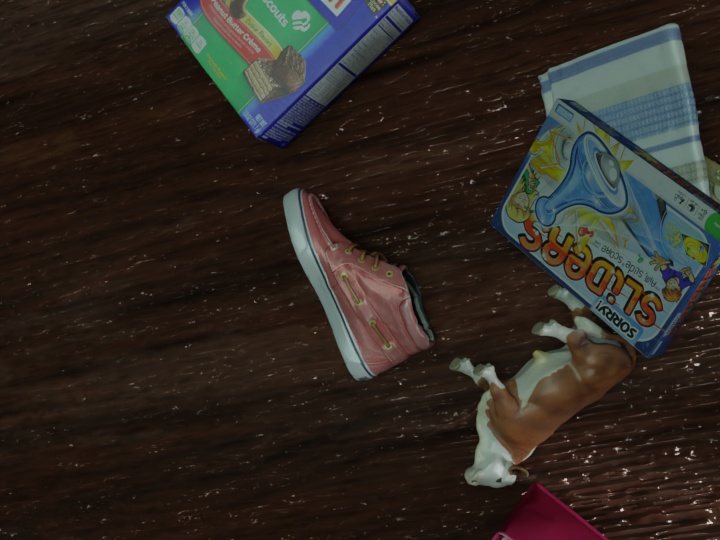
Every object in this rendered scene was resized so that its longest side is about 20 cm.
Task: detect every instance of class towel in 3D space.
[{"bbox_3d":[0.239,-0.105,0.881,0.145,0.024,0.205,-15,82,43],"label":"towel"}]

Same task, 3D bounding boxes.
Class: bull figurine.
[{"bbox_3d":[0.158,0.111,0.905,0.199,0.065,0.122,-39,111,6],"label":"bull figurine"}]

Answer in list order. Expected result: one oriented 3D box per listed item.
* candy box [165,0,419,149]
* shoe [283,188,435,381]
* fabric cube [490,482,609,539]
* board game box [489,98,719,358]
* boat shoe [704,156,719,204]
[{"bbox_3d":[-0.069,-0.256,0.984,0.199,0.077,0.170,-41,78,12],"label":"candy box"},{"bbox_3d":[0.000,0.000,0.967,0.090,0.071,0.203,-24,88,15],"label":"shoe"},{"bbox_3d":[0.158,0.338,0.843,0.195,0.199,0.202,36,100,14],"label":"fabric cube"},{"bbox_3d":[0.220,-0.041,0.864,0.200,0.034,0.137,43,120,31],"label":"board game box"},{"bbox_3d":[0.368,-0.046,0.842,0.197,0.073,0.064,20,98,18],"label":"boat shoe"}]
